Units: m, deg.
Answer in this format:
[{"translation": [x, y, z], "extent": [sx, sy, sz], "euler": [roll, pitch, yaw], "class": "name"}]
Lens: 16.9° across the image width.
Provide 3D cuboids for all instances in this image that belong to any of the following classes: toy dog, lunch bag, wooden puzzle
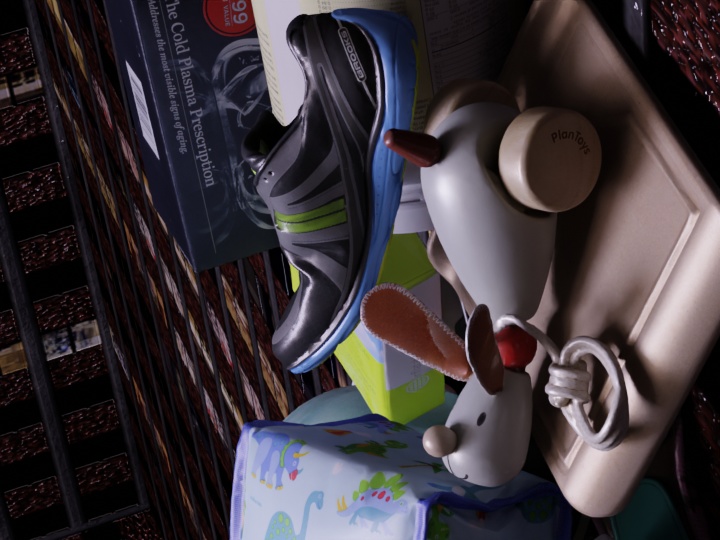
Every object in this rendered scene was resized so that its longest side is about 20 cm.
[{"translation": [0.049, 0.001, 1.161], "extent": [0.132, 0.096, 0.200], "euler": [-20, 72, 58], "class": "toy dog"}, {"translation": [0.017, 0.191, 1.292], "extent": [0.170, 0.127, 0.200], "euler": [16, 102, 53], "class": "lunch bag"}, {"translation": [0.112, -0.010, 1.184], "extent": [0.200, 0.037, 0.185], "euler": [59, 138, 41], "class": "wooden puzzle"}]

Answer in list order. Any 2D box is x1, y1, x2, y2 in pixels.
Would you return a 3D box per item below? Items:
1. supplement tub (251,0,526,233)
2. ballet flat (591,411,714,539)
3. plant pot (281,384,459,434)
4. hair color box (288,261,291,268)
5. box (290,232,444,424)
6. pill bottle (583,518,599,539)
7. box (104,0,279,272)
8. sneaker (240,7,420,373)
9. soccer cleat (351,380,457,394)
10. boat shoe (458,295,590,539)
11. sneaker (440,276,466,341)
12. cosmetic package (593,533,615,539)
[{"translation": [0.016, -0.135, 1.283], "extent": [0.145, 0.145, 0.200], "euler": [-125, 20, -55], "class": "supplement tub"}, {"translation": [0.144, 0.100, 1.267], "extent": [0.071, 0.069, 0.200], "euler": [-17, -90, -76], "class": "ballet flat"}, {"translation": [0.044, 0.163, 1.539], "extent": [0.134, 0.200, 0.200], "euler": [-19, 89, 58], "class": "plant pot"}, {"translation": [-0.025, -0.066, 1.778], "extent": [0.200, 0.064, 0.111], "euler": [126, 124, -77], "class": "hair color box"}, {"translation": [0.000, 0.000, 1.436], "extent": [0.122, 0.048, 0.200], "euler": [56, 167, 25], "class": "box"}, {"translation": [0.108, 0.184, 1.370], "extent": [0.200, 0.112, 0.113], "euler": [43, 151, 45], "class": "pill bottle"}, {"translation": [-0.051, -0.129, 1.512], "extent": [0.104, 0.182, 0.200], "euler": [-127, 22, -57], "class": "box"}, {"translation": [-0.021, -0.042, 1.225], "extent": [0.071, 0.083, 0.200], "euler": [-75, -5, -62], "class": "sneaker"}, {"translation": [0.023, 0.094, 1.772], "extent": [0.200, 0.070, 0.086], "euler": [127, 124, -76], "class": "soccer cleat"}, {"translation": [0.083, 0.061, 1.313], "extent": [0.072, 0.068, 0.200], "euler": [-10, 80, 47], "class": "boat shoe"}, {"translation": [0.027, 0.036, 1.579], "extent": [0.200, 0.093, 0.070], "euler": [-128, 23, -76], "class": "sneaker"}, {"translation": [0.165, 0.225, 1.168], "extent": [0.200, 0.071, 0.101], "euler": [33, 143, 41], "class": "cosmetic package"}]
